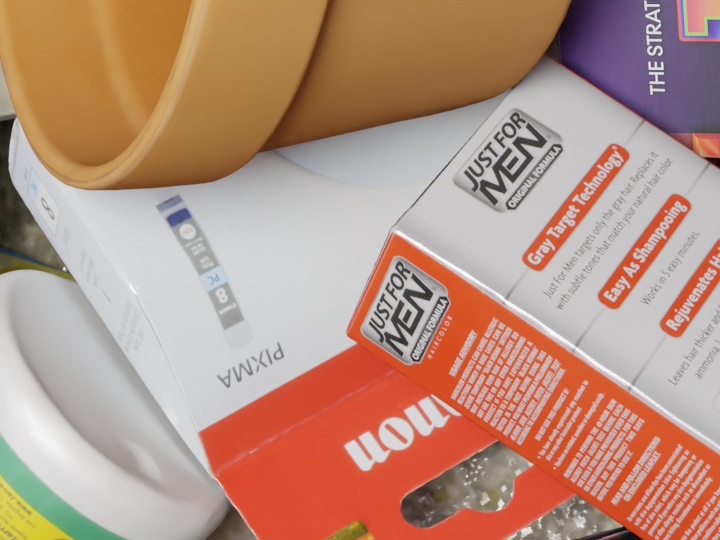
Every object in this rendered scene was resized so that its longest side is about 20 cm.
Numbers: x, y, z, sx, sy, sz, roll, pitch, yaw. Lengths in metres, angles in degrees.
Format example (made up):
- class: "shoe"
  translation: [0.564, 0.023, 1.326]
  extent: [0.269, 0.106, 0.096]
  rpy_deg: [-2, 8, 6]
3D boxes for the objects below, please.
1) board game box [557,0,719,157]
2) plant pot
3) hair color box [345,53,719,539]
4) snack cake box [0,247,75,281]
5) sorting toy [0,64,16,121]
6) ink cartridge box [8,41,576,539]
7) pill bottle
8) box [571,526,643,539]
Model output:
- class: "board game box"
  translation: [0.142, -0.136, 0.749]
  extent: [0.165, 0.057, 0.201]
  rpy_deg: [2, 111, 24]
- class: "plant pot"
  translation: [-0.020, -0.122, 0.734]
  extent: [0.200, 0.139, 0.201]
  rpy_deg: [-6, 83, 63]
- class: "hair color box"
  translation: [0.107, 0.030, 0.747]
  extent: [0.200, 0.102, 0.061]
  rpy_deg: [35, 142, 8]
- class: "snack cake box"
  translation: [-0.179, 0.042, 0.922]
  extent: [0.199, 0.067, 0.116]
  rpy_deg: [20, 100, 23]
- class: "sorting toy"
  translation: [-0.095, -0.136, 0.873]
  extent: [0.179, 0.107, 0.201]
  rpy_deg: [24, 118, 8]
- class: "ink cartridge box"
  translation: [0.000, 0.000, 0.799]
  extent: [0.200, 0.160, 0.047]
  rpy_deg: [54, 154, 17]
- class: "pill bottle"
  translation: [-0.146, 0.103, 0.810]
  extent: [0.200, 0.113, 0.113]
  rpy_deg: [-44, 73, 18]
- class: "box"
  translation: [0.083, 0.191, 0.758]
  extent: [0.107, 0.148, 0.201]
  rpy_deg: [-26, 79, 22]
